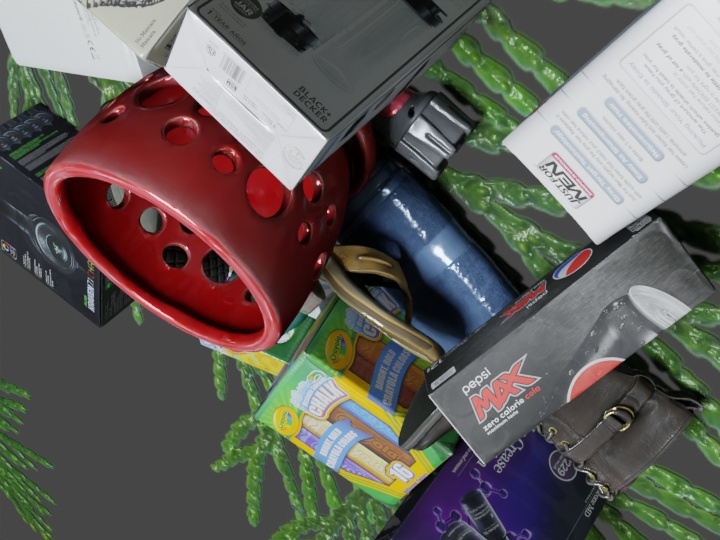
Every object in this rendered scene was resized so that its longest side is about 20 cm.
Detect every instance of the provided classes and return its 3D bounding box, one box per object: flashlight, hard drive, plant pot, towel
[{"bbox_3d":[-0.001,-0.157,0.732,0.200,0.068,0.068,39,-174,3],"label":"flashlight"},{"bbox_3d":[-0.288,-0.254,0.935,0.199,0.027,0.132,14,133,33],"label":"hard drive"},{"bbox_3d":[-0.097,-0.067,0.712,0.200,0.183,0.201,27,151,16],"label":"plant pot"},{"bbox_3d":[0.064,-0.002,0.823,0.200,0.049,0.112,48,144,-2],"label":"towel"}]

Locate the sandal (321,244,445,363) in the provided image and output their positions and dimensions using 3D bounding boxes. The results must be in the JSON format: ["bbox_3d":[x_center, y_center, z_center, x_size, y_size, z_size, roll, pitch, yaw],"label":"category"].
[{"bbox_3d":[0.000,0.000,0.800,0.200,0.054,0.080,44,-179,23],"label":"sandal"}]

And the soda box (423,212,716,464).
[{"bbox_3d":[0.143,0.044,0.682,0.200,0.063,0.071,-39,98,7],"label":"soda box"}]

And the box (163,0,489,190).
[{"bbox_3d":[-0.015,-0.156,0.631,0.117,0.200,0.060,43,144,0],"label":"box"}]

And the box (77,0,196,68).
[{"bbox_3d":[-0.218,-0.264,0.803,0.200,0.082,0.068,41,-173,4],"label":"box"}]

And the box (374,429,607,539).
[{"bbox_3d":[0.116,0.224,0.857,0.141,0.200,0.079,42,142,2],"label":"box"}]

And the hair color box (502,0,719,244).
[{"bbox_3d":[0.190,-0.108,0.599,0.099,0.061,0.200,47,142,-2],"label":"hair color box"}]

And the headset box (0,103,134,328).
[{"bbox_3d":[-0.335,-0.065,1.098,0.200,0.093,0.174,36,141,13],"label":"headset box"}]

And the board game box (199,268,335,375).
[{"bbox_3d":[-0.104,0.050,1.037,0.199,0.034,0.135,18,134,31],"label":"board game box"}]

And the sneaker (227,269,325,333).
[{"bbox_3d":[-0.088,0.004,0.864,0.071,0.080,0.200,45,-173,-20],"label":"sneaker"}]

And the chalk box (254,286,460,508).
[{"bbox_3d":[-0.006,0.095,0.882,0.200,0.125,0.124,35,135,-4],"label":"chalk box"}]

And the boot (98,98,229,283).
[{"bbox_3d":[-0.178,-0.057,0.853,0.130,0.068,0.201,2,99,55],"label":"boot"}]

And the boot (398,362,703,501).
[{"bbox_3d":[0.149,0.123,0.767,0.200,0.069,0.174,-42,104,17],"label":"boot"}]
